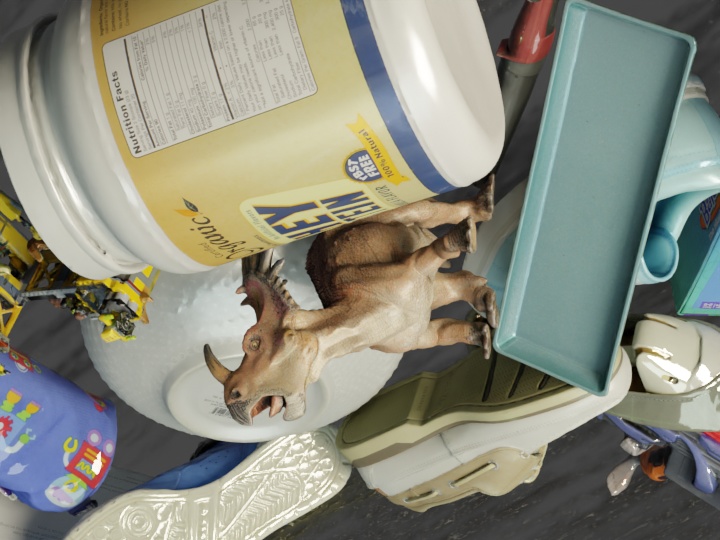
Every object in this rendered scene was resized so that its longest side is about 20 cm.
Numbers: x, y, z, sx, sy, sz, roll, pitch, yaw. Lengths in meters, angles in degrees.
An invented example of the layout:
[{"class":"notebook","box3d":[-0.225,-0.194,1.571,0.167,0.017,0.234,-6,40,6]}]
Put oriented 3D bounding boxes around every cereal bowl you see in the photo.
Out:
[{"class":"cereal bowl","box3d":[-0.064,0.040,0.936,0.198,0.084,0.201,-4,143,-3]}]

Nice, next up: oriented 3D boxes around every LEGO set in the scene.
[{"class":"LEGO set","box3d":[-0.200,-0.004,0.791,0.153,0.117,0.200,1,145,31]}]

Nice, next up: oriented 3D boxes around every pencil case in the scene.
[{"class":"pencil case","box3d":[-0.235,0.079,0.968,0.087,0.078,0.200,-50,131,2]}]

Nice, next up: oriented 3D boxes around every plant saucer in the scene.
[{"class":"plant saucer","box3d":[0.118,-0.035,0.816,0.070,0.019,0.201,23,120,25]}]

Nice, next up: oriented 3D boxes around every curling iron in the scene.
[{"class":"curling iron","box3d":[0.075,-0.108,0.795,0.049,0.026,0.201,-33,156,-26]}]

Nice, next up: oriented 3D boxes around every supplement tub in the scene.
[{"class":"supplement tub","box3d":[-0.049,-0.082,0.723,0.199,0.145,0.145,-17,141,17]}]

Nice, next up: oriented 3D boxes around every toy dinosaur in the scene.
[{"class":"toy dinosaur","box3d":[0.000,0.000,0.829,0.134,0.200,0.087,-1,108,11]}]

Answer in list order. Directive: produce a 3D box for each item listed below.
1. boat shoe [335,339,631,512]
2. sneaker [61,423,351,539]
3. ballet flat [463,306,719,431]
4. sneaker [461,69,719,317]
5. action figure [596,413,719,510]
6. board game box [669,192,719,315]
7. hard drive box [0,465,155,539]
[{"class":"boat shoe","box3d":[0.080,0.088,0.937,0.199,0.075,0.069,-21,117,40]},{"class":"sneaker","box3d":[-0.105,0.157,1.041,0.199,0.077,0.111,-28,179,-16]},{"class":"ballet flat","box3d":[0.152,0.051,0.945,0.198,0.068,0.064,6,149,25]},{"class":"sneaker","box3d":[0.125,-0.017,0.867,0.073,0.082,0.200,-5,149,-35]},{"class":"action figure","box3d":[0.216,0.097,1.041,0.199,0.105,0.194,36,153,14]},{"class":"board game box","box3d":[0.269,-0.048,0.885,0.151,0.045,0.201,2,142,-8]},{"class":"hard drive box","box3d":[-0.199,0.229,1.073,0.155,0.201,0.077,21,136,-29]}]
